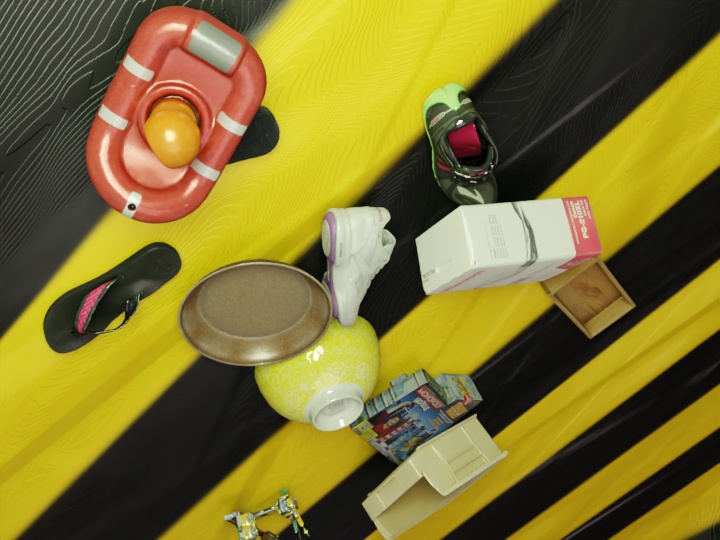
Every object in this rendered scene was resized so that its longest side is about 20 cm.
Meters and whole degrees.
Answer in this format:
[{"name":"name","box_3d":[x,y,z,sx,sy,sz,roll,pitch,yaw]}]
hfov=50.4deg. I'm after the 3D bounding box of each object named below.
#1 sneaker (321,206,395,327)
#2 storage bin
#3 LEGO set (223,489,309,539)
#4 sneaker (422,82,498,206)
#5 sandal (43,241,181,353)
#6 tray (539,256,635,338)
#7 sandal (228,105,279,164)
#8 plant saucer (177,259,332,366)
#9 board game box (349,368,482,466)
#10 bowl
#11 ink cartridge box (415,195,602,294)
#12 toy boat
[{"name":"sneaker","box_3d":[0.000,0.000,1.003,0.098,0.075,0.201,-12,138,-16]},{"name":"storage bin","box_3d":[0.130,0.378,1.390,0.197,0.094,0.201,-18,154,-42]},{"name":"LEGO set","box_3d":[-0.162,0.491,1.346,0.152,0.202,0.116,-9,156,1]},{"name":"sneaker","box_3d":[0.127,-0.131,0.927,0.076,0.084,0.200,-29,140,5]},{"name":"sandal","box_3d":[-0.298,0.039,0.908,0.199,0.045,0.075,-35,139,9]},{"name":"tray","box_3d":[0.383,0.039,1.281,0.098,0.037,0.200,-39,139,13]},{"name":"sandal","box_3d":[-0.180,-0.122,0.804,0.198,0.043,0.077,-22,139,-6]},{"name":"plant saucer","box_3d":[-0.136,0.050,0.993,0.197,0.037,0.202,-7,136,-6]},{"name":"board game box","box_3d":[0.099,0.233,1.311,0.199,0.062,0.200,-33,140,6]},{"name":"bowl","box_3d":[-0.049,0.170,1.131,0.198,0.108,0.202,-15,139,-14]},{"name":"ink cartridge box","box_3d":[0.193,-0.032,1.023,0.197,0.085,0.145,-6,167,-23]},{"name":"toy boat","box_3d":[-0.173,-0.131,0.702,0.129,0.131,0.201,27,109,-21]}]
